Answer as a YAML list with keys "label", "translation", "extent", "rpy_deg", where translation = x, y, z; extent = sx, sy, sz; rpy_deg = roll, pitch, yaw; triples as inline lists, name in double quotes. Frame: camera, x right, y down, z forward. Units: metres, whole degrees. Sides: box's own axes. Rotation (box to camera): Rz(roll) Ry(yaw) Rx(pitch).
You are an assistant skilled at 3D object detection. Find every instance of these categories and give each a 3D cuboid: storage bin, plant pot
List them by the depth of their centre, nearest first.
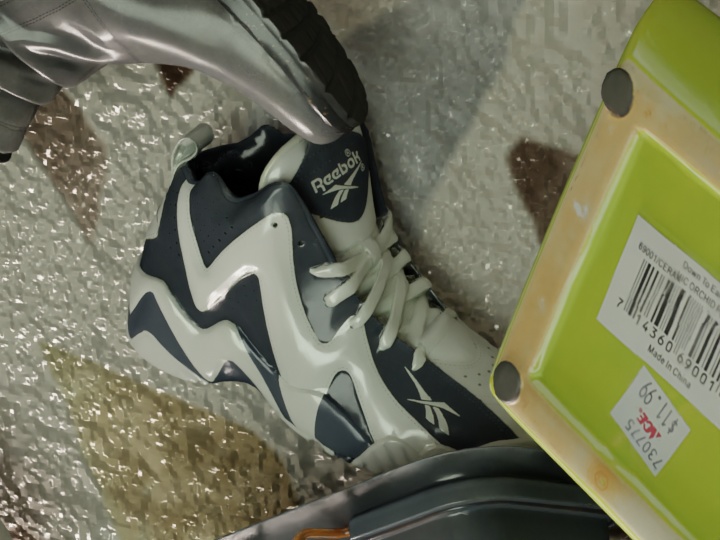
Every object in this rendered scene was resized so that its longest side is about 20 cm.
- label: "plant pot"
  translation: [0.170, 0.014, 0.872]
  extent: [0.200, 0.181, 0.199]
  rpy_deg: [46, 128, 36]
- label: "storage bin"
  translation: [0.014, 0.165, 1.024]
  extent: [0.200, 0.145, 0.135]
  rpy_deg: [-25, 66, 35]

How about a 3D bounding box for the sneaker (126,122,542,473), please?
- label: "sneaker"
  translation: [0.000, 0.000, 1.033]
  extent: [0.199, 0.079, 0.130]
  rpy_deg: [24, 127, 22]

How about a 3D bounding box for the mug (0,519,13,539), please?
- label: "mug"
  translation: [-0.257, 0.137, 1.174]
  extent: [0.175, 0.148, 0.200]
  rpy_deg: [32, 150, -1]

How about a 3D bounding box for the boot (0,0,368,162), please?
- label: "boot"
  translation: [-0.105, -0.089, 0.994]
  extent: [0.200, 0.070, 0.132]
  rpy_deg: [42, 106, -1]
